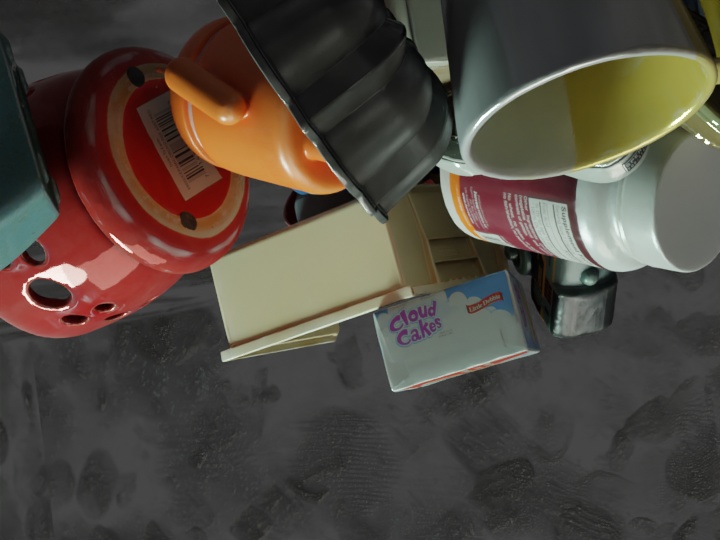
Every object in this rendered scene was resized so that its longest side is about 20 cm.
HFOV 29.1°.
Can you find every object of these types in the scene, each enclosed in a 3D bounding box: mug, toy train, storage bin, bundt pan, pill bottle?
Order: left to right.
[{"bbox_3d":[-0.013,-0.131,0.796,0.075,0.203,0.202,-33,171,7],"label":"bundt pan"},{"bbox_3d":[0.000,0.000,1.221,0.198,0.095,0.198,-21,172,31],"label":"storage bin"},{"bbox_3d":[0.120,-0.151,0.809,0.148,0.155,0.186,-26,158,29],"label":"mug"},{"bbox_3d":[0.176,-0.040,1.159,0.084,0.115,0.202,-11,133,-11],"label":"toy train"},{"bbox_3d":[0.160,-0.063,0.989,0.113,0.116,0.199,-4,-168,-40],"label":"pill bottle"}]

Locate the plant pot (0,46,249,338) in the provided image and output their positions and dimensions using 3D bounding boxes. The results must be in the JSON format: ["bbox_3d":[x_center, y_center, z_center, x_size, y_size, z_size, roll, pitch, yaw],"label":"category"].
[{"bbox_3d":[-0.202,-0.065,1.090,0.181,0.203,0.199,-20,168,39],"label":"plant pot"}]

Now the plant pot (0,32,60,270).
[{"bbox_3d":[-0.312,-0.072,0.925,0.197,0.199,0.196,-17,176,-8],"label":"plant pot"}]

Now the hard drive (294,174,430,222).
[{"bbox_3d":[0.027,-0.112,1.323,0.198,0.043,0.135,-26,-155,18],"label":"hard drive"}]

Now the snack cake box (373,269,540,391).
[{"bbox_3d":[0.086,0.053,1.173,0.113,0.068,0.200,-16,174,8],"label":"snack cake box"}]

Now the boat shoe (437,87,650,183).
[{"bbox_3d":[0.101,-0.107,0.936,0.198,0.071,0.064,9,158,46],"label":"boat shoe"}]

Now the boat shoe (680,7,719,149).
[{"bbox_3d":[0.183,-0.142,0.910,0.073,0.201,0.064,-22,148,-37],"label":"boat shoe"}]

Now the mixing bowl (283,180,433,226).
[{"bbox_3d":[0.032,-0.065,1.414,0.198,0.109,0.201,-28,-157,13],"label":"mixing bowl"}]

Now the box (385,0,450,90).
[{"bbox_3d":[0.053,-0.169,1.028,0.093,0.079,0.200,-7,175,-11],"label":"box"}]

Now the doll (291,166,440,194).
[{"bbox_3d":[0.009,-0.088,1.133,0.135,0.049,0.199,-21,172,31],"label":"doll"}]

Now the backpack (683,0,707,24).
[{"bbox_3d":[0.251,-0.167,1.007,0.152,0.166,0.199,12,158,-30],"label":"backpack"}]

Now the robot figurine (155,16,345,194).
[{"bbox_3d":[-0.060,-0.122,0.994,0.198,0.118,0.144,17,-135,42],"label":"robot figurine"}]
